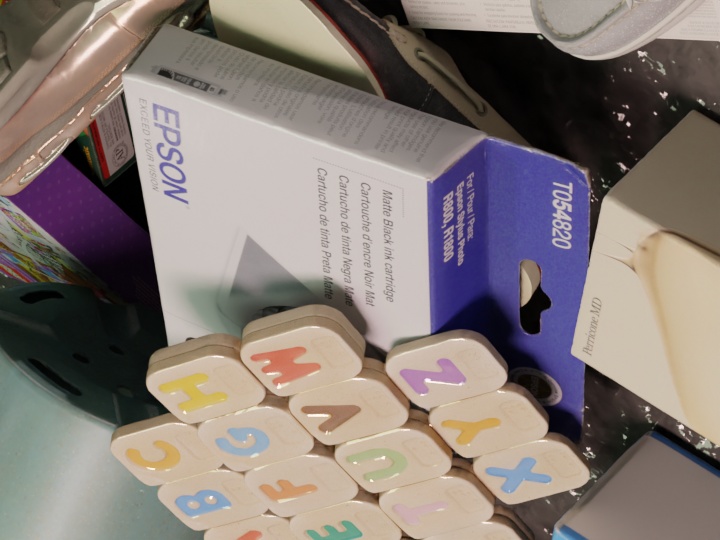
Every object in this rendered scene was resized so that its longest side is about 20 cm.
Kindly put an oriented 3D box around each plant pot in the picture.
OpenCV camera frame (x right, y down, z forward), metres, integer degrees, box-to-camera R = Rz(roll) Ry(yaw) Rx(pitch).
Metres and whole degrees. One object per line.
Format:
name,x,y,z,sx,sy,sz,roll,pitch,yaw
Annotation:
plant pot,-0.153,0.125,1.294,0.200,0.200,0.197,33,111,21

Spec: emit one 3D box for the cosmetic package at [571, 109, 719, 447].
cosmetic package,0.191,0.033,1.051,0.200,0.073,0.104,31,142,22

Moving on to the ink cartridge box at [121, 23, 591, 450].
ink cartridge box,0.000,0.000,1.122,0.199,0.041,0.200,19,144,18

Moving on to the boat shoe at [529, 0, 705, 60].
boat shoe,0.111,-0.151,0.931,0.202,0.065,0.075,-50,59,45

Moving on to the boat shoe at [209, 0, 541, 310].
boat shoe,0.017,-0.070,1.114,0.200,0.063,0.071,45,147,-16

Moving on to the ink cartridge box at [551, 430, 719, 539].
ink cartridge box,0.160,0.196,1.230,0.144,0.084,0.200,32,142,23

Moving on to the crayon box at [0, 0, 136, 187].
crayon box,-0.194,-0.157,1.296,0.172,0.058,0.200,21,138,33

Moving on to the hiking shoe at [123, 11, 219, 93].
hiking shoe,-0.109,-0.127,1.191,0.199,0.074,0.087,-9,106,14

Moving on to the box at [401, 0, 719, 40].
box,0.097,-0.119,1.035,0.200,0.039,0.042,7,127,44

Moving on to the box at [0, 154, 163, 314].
box,-0.180,-0.036,1.342,0.137,0.039,0.200,21,165,34

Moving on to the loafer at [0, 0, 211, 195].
loafer,-0.107,-0.111,1.126,0.063,0.200,0.072,44,-171,-46

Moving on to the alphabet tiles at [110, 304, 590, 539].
alphabet tiles,-0.006,0.087,1.167,0.195,0.015,0.200,-16,136,26
